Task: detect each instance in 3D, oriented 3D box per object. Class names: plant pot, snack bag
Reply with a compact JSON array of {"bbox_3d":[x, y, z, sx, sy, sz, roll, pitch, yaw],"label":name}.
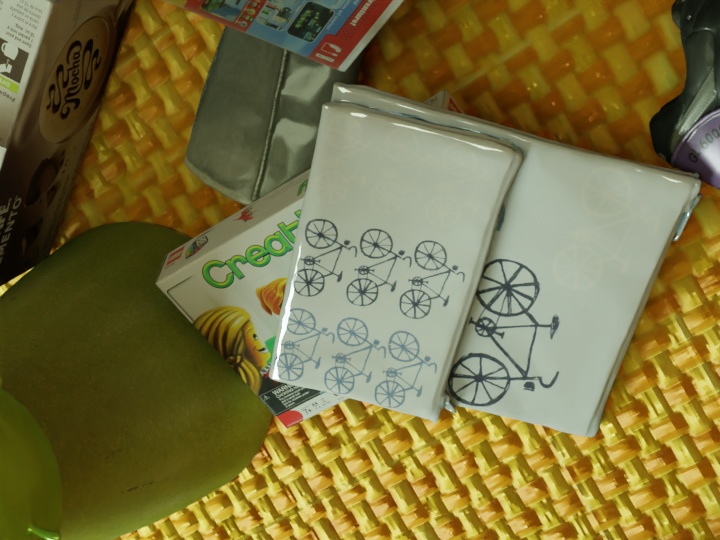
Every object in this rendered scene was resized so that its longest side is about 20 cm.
[{"bbox_3d":[-0.174,0.086,0.799,0.184,0.200,0.190,6,107,20],"label":"plant pot"},{"bbox_3d":[0.060,0.008,0.728,0.197,0.022,0.190,14,125,-2],"label":"snack bag"}]

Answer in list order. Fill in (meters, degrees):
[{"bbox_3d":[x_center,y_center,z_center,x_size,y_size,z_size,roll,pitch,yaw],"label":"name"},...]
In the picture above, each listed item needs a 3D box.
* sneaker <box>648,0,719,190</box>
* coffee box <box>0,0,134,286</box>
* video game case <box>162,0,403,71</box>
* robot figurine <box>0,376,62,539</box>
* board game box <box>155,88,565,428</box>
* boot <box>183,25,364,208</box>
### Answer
[{"bbox_3d":[0.195,-0.134,0.656,0.087,0.076,0.202,24,113,21],"label":"sneaker"},{"bbox_3d":[-0.215,-0.092,0.812,0.079,0.113,0.202,28,113,8],"label":"coffee box"},{"bbox_3d":[-0.062,-0.167,0.619,0.198,0.018,0.143,19,146,-22],"label":"video game case"},{"bbox_3d":[-0.227,0.121,0.654,0.198,0.115,0.178,-25,86,26],"label":"robot figurine"},{"bbox_3d":[0.000,0.000,0.766,0.198,0.035,0.127,-29,117,25],"label":"board game box"},{"bbox_3d":[-0.007,-0.120,0.744,0.180,0.072,0.203,25,107,28],"label":"boot"}]
